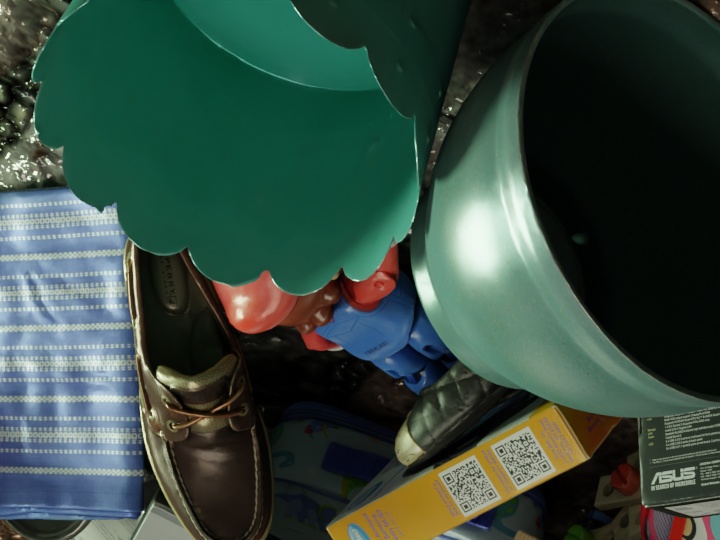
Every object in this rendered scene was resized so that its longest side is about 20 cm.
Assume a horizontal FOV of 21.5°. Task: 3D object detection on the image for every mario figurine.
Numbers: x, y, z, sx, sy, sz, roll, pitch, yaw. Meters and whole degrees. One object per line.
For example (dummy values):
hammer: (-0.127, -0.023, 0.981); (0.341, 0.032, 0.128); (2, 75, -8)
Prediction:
mario figurine: (0.000, 0.000, 1.093); (0.199, 0.106, 0.124); (29, 107, -28)

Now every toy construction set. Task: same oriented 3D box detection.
toy construction set: (0.202, 0.200, 1.210); (0.200, 0.092, 0.131); (50, 159, -22)

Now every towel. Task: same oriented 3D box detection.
towel: (-0.194, 0.051, 1.149); (0.143, 0.203, 0.024); (-2, -179, 31)

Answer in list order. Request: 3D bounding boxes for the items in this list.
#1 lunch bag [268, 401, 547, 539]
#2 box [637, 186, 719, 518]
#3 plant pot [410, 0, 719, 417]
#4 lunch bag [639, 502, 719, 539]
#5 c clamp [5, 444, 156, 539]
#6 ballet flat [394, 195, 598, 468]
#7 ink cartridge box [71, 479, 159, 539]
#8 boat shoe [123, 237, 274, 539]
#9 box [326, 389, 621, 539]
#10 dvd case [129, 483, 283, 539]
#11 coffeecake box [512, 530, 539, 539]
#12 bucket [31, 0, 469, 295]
lunch bag: (0.021, 0.175, 1.270); (0.198, 0.083, 0.161); (18, 143, 4)
box: (0.228, 0.029, 0.931); (0.199, 0.162, 0.043); (-15, 157, 37)
plant pot: (0.108, -0.018, 0.902); (0.200, 0.202, 0.134); (37, 143, -22)
lunch bag: (0.227, 0.111, 1.047); (0.176, 0.081, 0.202); (44, 142, 39)
c clamp: (-0.195, 0.075, 1.184); (0.200, 0.027, 0.172); (40, 111, 21)
ballet flat: (0.075, 0.028, 1.046); (0.057, 0.066, 0.201); (38, 112, 9)
ink cartridge box: (-0.132, 0.183, 1.268); (0.147, 0.082, 0.202); (39, 143, 38)
boat shoe: (-0.095, 0.065, 1.076); (0.071, 0.202, 0.072); (-11, 178, -2)
box: (0.067, 0.110, 1.108); (0.199, 0.119, 0.042); (-30, 94, 32)
dvd case: (-0.092, 0.228, 1.178); (0.149, 0.025, 0.201); (27, 129, -5)
coffeecake box: (0.154, 0.250, 1.165); (0.152, 0.073, 0.200); (27, 165, 19)
bucket: (-0.047, -0.105, 0.914); (0.205, 0.136, 0.208); (12, 141, 10)
